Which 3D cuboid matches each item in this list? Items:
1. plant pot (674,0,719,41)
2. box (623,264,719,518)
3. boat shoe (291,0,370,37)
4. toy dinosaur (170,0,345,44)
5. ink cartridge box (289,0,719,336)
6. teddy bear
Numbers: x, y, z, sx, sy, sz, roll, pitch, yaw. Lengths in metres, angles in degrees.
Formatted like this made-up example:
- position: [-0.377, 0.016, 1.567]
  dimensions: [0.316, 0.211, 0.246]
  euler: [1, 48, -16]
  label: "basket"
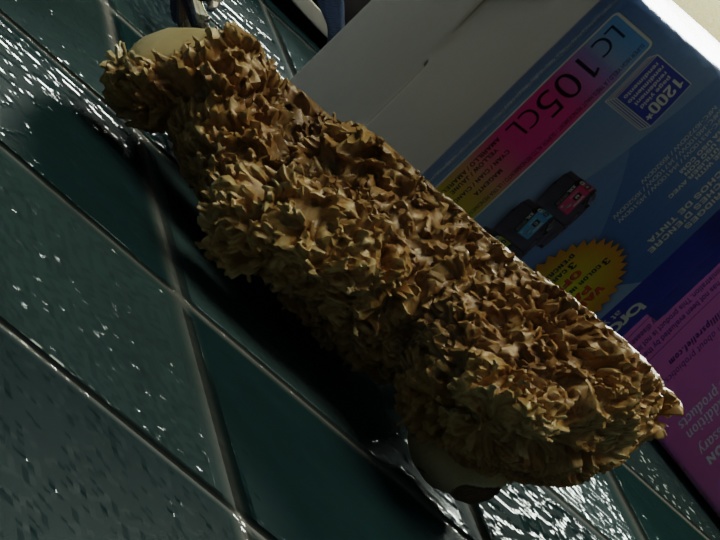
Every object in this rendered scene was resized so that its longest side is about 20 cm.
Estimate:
- position: [0.287, -0.236, 2.588]
  dimensions: [0.200, 0.177, 0.200]
  euler: [48, 11, 19]
  label: "plant pot"
- position: [0.214, 0.088, 1.267]
  dimensions: [0.176, 0.097, 0.200]
  euler: [32, 16, -53]
  label: "box"
- position: [0.026, -0.108, 1.376]
  dimensions: [0.200, 0.060, 0.074]
  euler: [43, 11, -12]
  label: "boat shoe"
- position: [0.010, -0.125, 1.112]
  dimensions: [0.181, 0.201, 0.105]
  euler: [-13, 31, -24]
  label: "toy dinosaur"
- position: [0.071, -0.041, 1.079]
  dimensions: [0.076, 0.136, 0.200]
  euler: [54, 13, 32]
  label: "ink cartridge box"
- position: [0.000, 0.000, 0.885]
  dimensions: [0.200, 0.067, 0.145]
  euler: [41, 0, 9]
  label: "teddy bear"
